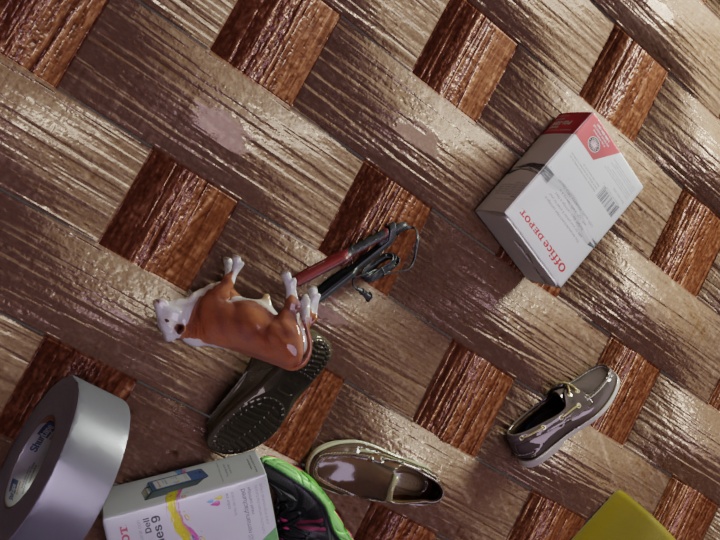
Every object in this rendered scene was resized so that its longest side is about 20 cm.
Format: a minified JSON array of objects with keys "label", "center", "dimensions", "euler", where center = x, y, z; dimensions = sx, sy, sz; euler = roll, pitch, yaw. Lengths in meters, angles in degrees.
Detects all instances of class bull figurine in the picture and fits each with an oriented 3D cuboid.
[{"label":"bull figurine","center":[-0.144,0.050,1.194],"dimensions":[0.197,0.065,0.123],"euler":[18,78,5]}]

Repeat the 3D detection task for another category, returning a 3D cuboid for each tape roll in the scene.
[{"label":"tape roll","center":[-0.329,0.218,1.080],"dimensions":[0.066,0.200,0.202],"euler":[30,84,-26]}]

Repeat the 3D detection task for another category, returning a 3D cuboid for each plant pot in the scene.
[{"label":"plant pot","center":[0.427,0.493,1.512],"dimensions":[0.200,0.176,0.201],"euler":[-42,113,-15]}]

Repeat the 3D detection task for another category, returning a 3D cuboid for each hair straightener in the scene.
[{"label":"hair straightener","center":[0.000,0.000,1.308],"dimensions":[0.199,0.041,0.078],"euler":[-32,111,-24]}]

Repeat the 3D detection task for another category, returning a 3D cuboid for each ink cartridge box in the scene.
[{"label":"ink cartridge box","center":[0.278,-0.100,1.400],"dimensions":[0.200,0.083,0.147],"euler":[-47,114,-13]},{"label":"ink cartridge box","center":[-0.202,0.320,1.206],"dimensions":[0.197,0.087,0.147],"euler":[-11,104,-13]}]

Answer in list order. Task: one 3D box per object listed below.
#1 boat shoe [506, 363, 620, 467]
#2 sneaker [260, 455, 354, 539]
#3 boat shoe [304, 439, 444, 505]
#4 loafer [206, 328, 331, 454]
[{"label":"boat shoe","center":[0.296,0.201,1.463],"dimensions":[0.199,0.072,0.060],"euler":[-39,115,-10]},{"label":"sneaker","center":[-0.076,0.323,1.292],"dimensions":[0.084,0.076,0.201],"euler":[-39,111,-20]},{"label":"boat shoe","center":[0.026,0.274,1.335],"dimensions":[0.200,0.075,0.076],"euler":[12,92,-27]},{"label":"loafer","center":[-0.118,0.147,1.252],"dimensions":[0.200,0.068,0.076],"euler":[-44,128,3]}]
